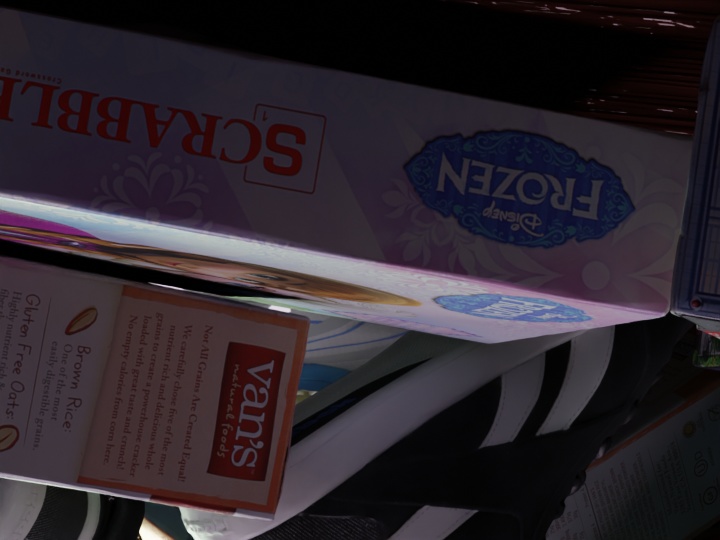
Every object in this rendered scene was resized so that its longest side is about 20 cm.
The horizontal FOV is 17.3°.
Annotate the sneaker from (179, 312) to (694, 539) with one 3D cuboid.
[{"bbox_3d":[0.046,0.069,0.727,0.199,0.113,0.073,-29,-167,-23],"label":"sneaker"}]

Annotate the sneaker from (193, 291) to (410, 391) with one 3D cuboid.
[{"bbox_3d":[0.000,0.000,0.790,0.198,0.075,0.087,-3,147,-25],"label":"sneaker"}]

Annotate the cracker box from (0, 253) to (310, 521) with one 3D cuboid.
[{"bbox_3d":[-0.129,0.019,0.630,0.198,0.058,0.134,11,177,-20],"label":"cracker box"}]

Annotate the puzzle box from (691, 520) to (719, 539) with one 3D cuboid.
[{"bbox_3d":[0.100,0.103,0.881,0.132,0.026,0.200,-18,-154,1],"label":"puzzle box"}]

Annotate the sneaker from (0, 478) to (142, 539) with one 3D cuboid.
[{"bbox_3d":[-0.151,0.035,0.811,0.200,0.073,0.112,47,-172,30],"label":"sneaker"}]

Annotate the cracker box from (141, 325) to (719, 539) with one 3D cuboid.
[{"bbox_3d":[0.036,0.079,0.858,0.199,0.058,0.134,-29,-152,-23],"label":"cracker box"}]

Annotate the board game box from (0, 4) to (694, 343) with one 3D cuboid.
[{"bbox_3d":[-0.041,-0.020,0.575,0.198,0.042,0.200,10,176,-6],"label":"board game box"}]

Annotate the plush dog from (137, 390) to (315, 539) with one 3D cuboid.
[{"bbox_3d":[-0.101,0.080,1.243,0.159,0.173,0.200,9,176,-5],"label":"plush dog"}]

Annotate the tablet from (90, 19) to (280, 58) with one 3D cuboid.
[{"bbox_3d":[-0.079,-0.048,0.657,0.199,0.014,0.130,4,173,41],"label":"tablet"}]

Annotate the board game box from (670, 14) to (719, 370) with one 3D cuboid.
[{"bbox_3d":[0.151,-0.002,0.513,0.198,0.062,0.200,10,175,-9],"label":"board game box"}]
